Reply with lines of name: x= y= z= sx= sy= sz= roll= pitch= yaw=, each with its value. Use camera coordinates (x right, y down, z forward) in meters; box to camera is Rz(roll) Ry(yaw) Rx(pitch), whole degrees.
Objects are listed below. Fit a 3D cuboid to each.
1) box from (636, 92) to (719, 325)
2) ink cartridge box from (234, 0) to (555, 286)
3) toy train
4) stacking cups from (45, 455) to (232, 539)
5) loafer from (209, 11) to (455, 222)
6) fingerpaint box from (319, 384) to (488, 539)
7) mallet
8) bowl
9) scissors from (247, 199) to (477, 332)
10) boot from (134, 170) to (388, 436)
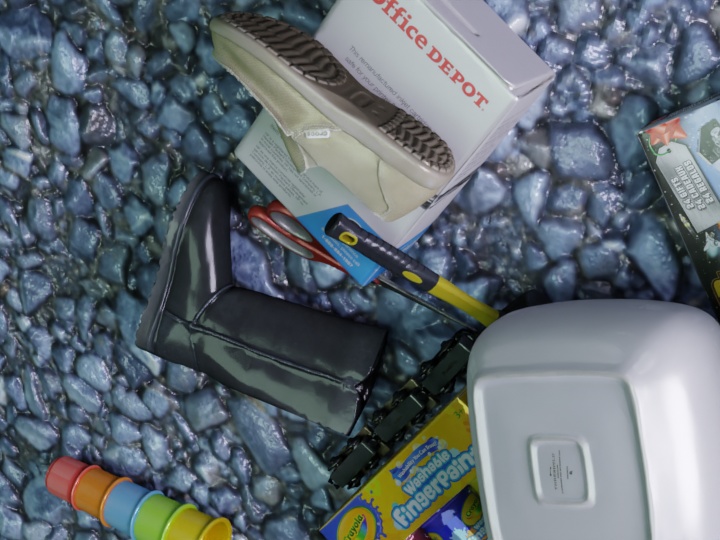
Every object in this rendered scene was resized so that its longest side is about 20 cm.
box: x=0.284 y=-0.028 z=0.806 sx=0.136 sy=0.040 sz=0.202 roll=-21 pitch=97 yaw=33
ink cartridge box: x=0.022 y=-0.114 z=0.898 sx=0.146 sy=0.084 sz=0.200 roll=46 pitch=124 yaw=8
toy train: x=0.033 y=0.115 z=1.006 sx=0.034 sy=0.046 sz=0.200 roll=41 pitch=123 yaw=0
stacking cups: x=-0.221 y=0.236 z=1.195 sx=0.198 sy=0.060 sz=0.061 roll=15 pitch=116 yaw=27
loafer: x=-0.030 y=-0.103 z=0.836 sx=0.199 sy=0.076 sz=0.069 roll=39 pitch=117 yaw=13
fingerpaint box: x=0.088 y=0.204 z=0.990 sx=0.167 sy=0.073 sz=0.200 roll=47 pitch=124 yaw=6
mallet: x=0.064 y=0.007 z=0.892 sx=0.066 sy=0.041 sz=0.199 roll=-36 pitch=124 yaw=28
bowl: x=0.151 y=0.123 z=0.818 sx=0.198 sy=0.074 sz=0.203 roll=-5 pitch=93 yaw=43
scissors: x=0.000 y=0.000 z=0.982 sx=0.199 sy=0.014 sz=0.073 roll=32 pitch=158 yaw=-11
boot: x=-0.070 y=0.027 z=1.016 sx=0.198 sy=0.066 sz=0.167 roll=21 pitch=99 yaw=16
